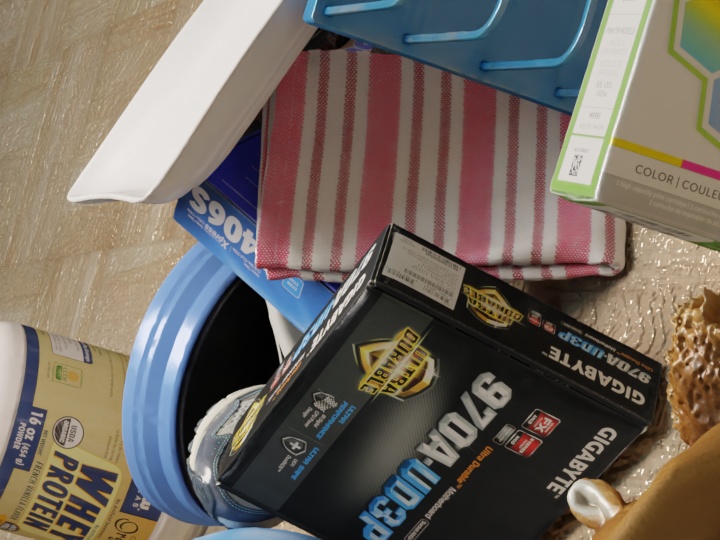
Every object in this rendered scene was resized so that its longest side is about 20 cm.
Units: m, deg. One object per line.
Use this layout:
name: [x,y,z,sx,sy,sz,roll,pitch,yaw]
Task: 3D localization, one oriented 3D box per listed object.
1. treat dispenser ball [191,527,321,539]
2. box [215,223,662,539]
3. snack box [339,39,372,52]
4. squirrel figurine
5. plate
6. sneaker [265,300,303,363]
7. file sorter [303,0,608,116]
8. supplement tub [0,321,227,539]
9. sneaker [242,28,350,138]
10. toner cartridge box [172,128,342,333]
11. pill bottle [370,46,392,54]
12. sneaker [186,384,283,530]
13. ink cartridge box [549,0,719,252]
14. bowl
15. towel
treat dispenser ball: [-0.056,0.239,1.422,0.201,0.200,0.201,-163,90,-71]
box: [0.036,0.080,1.359,0.200,0.159,0.046,-52,14,45]
snack box: [0.013,-0.118,1.619,0.200,0.024,0.072,-48,-34,-46]
squirrel figurine: [0.159,0.104,1.092,0.200,0.141,0.187,-62,6,-12]
plate: [-0.074,-0.111,1.449,0.200,0.032,0.200,-55,16,-10]
sneaker: [-0.032,0.061,1.607,0.112,0.073,0.201,-30,74,61]
file sorter: [0.099,-0.162,1.343,0.123,0.200,0.139,9,83,67]
supplement tub: [-0.189,0.128,1.893,0.144,0.200,0.145,-163,90,-71]
sneaker: [-0.042,-0.144,1.601,0.200,0.071,0.098,-45,-39,-47]
toner cartridge box: [0.000,0.000,1.458,0.200,0.095,0.043,41,135,21]
pill bottle: [0.057,-0.106,1.538,0.113,0.113,0.200,-129,59,-68]
sneaker: [-0.010,0.080,1.485,0.086,0.200,0.078,-31,86,50]
ink cartridge box: [0.171,-0.113,1.236,0.059,0.104,0.200,-166,93,-71]
bowl: [-0.067,0.066,1.650,0.039,0.200,0.201,18,91,35]
towel: [0.044,-0.060,1.428,0.030,0.199,0.147,83,-172,-57]
